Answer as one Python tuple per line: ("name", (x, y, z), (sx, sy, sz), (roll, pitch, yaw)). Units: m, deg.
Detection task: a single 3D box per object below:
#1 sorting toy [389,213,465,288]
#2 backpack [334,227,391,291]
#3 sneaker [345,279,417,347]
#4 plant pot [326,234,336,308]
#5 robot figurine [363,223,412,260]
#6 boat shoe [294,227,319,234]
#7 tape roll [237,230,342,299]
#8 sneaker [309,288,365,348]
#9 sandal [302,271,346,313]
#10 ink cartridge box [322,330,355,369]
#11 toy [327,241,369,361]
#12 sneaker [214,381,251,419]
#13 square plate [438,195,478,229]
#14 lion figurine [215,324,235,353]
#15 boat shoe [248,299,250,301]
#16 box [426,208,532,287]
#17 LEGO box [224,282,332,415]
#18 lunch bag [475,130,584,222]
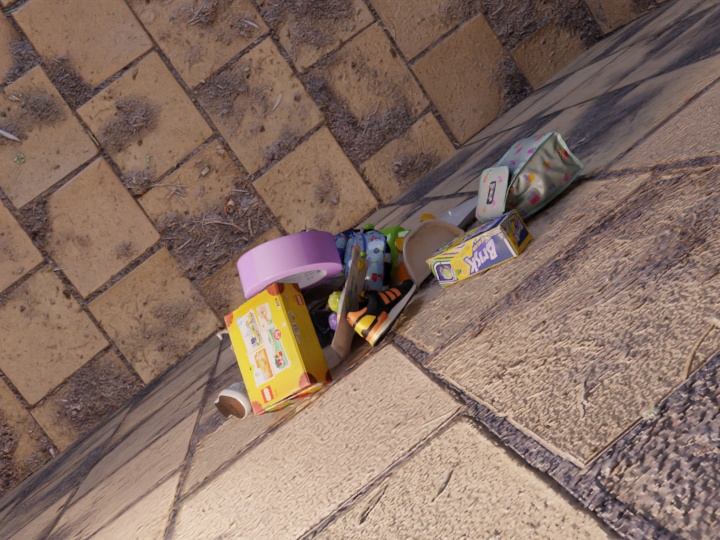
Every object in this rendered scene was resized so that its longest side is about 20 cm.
("sorting toy", (0.116, -0.015, 1.583), (0.200, 0.107, 0.181), (-42, -9, -36))
("backpack", (0.000, 0.000, 1.537), (0.130, 0.188, 0.200), (5, 5, -6))
("sneaker", (0.042, 0.058, 1.354), (0.071, 0.089, 0.200), (-58, -6, 39))
("plant pot", (-0.112, 0.058, 1.742), (0.197, 0.179, 0.200), (-31, 8, 17))
("robot figurine", (0.055, -0.039, 1.733), (0.196, 0.174, 0.119), (-14, 63, 33))
("boat shoe", (-0.125, -0.067, 1.664), (0.075, 0.061, 0.199), (-38, 9, -23))
("tape roll", (-0.135, -0.007, 1.358), (0.195, 0.067, 0.200), (-17, -12, -4))
("sneaker", (-0.065, 0.111, 1.415), (0.197, 0.076, 0.079), (-29, -13, -23))
("sandal", (-0.106, 0.075, 1.458), (0.079, 0.054, 0.201), (31, 72, 32))
("ink cartridge box", (-0.048, 0.156, 1.466), (0.196, 0.051, 0.162), (-25, 5, -12))
("toy", (-0.032, 0.057, 1.349), (0.115, 0.046, 0.205), (56, -133, -65))
("sneaker", (-0.266, 0.274, 1.557), (0.084, 0.073, 0.199), (-42, 8, -25))
("square plate", (0.240, -0.124, 1.820), (0.197, 0.029, 0.199), (-42, 10, -34))
("lion figurine", (-0.244, 0.169, 1.661), (0.122, 0.202, 0.072), (-44, 31, -20))
("boat shoe", (-0.155, 0.038, 1.582), (0.197, 0.073, 0.068), (-32, -28, -1))
("box", (0.217, -0.038, 1.310), (0.198, 0.065, 0.070), (-28, 10, 49))
("LEGO box", (-0.158, 0.147, 1.331), (0.147, 0.205, 0.076), (-30, -18, 28))
("lunch bag", (0.324, -0.175, 1.437), (0.200, 0.122, 0.170), (-45, 11, -4))
